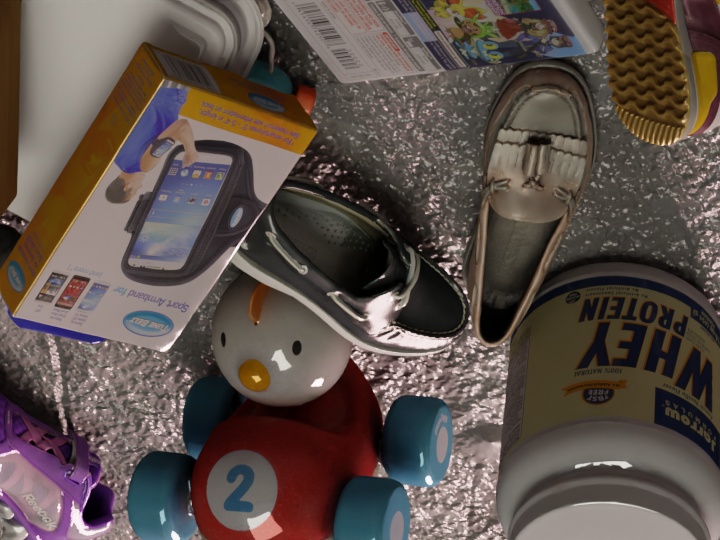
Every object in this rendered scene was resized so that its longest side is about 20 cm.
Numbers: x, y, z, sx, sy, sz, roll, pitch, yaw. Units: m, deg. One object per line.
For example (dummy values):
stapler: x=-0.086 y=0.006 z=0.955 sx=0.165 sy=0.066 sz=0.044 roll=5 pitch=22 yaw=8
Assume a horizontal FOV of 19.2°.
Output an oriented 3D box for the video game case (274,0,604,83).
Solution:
video game case: x=0.014 y=-0.180 z=1.171 sx=0.181 sy=0.023 sz=0.200 roll=-3 pitch=143 yaw=36

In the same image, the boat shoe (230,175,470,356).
boat shoe: x=0.000 y=0.000 z=1.338 sx=0.199 sy=0.076 sz=0.060 roll=22 pitch=158 yaw=-33

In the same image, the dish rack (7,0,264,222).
dish rack: x=-0.167 y=-0.107 z=1.259 sx=0.171 sy=0.044 sz=0.201 roll=28 pitch=117 yaw=-4

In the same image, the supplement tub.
supplement tub: x=0.161 y=0.110 z=1.351 sx=0.143 sy=0.201 sz=0.146 roll=5 pitch=134 yaw=5

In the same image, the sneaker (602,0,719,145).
sneaker: x=0.182 y=-0.175 z=1.174 sx=0.075 sy=0.090 sz=0.202 roll=20 pitch=121 yaw=40

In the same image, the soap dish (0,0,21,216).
soap dish: x=-0.282 y=-0.112 z=1.230 sx=0.198 sy=0.081 sz=0.159 roll=12 pitch=106 yaw=31

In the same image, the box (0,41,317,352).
box: x=-0.126 y=-0.029 z=1.249 sx=0.118 sy=0.042 sz=0.201 roll=15 pitch=117 yaw=-41

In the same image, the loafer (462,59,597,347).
loafer: x=0.103 y=-0.036 z=1.317 sx=0.071 sy=0.063 sz=0.201 roll=10 pitch=134 yaw=-1

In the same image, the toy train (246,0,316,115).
toy train: x=-0.129 y=-0.094 z=1.307 sx=0.198 sy=0.056 sz=0.151 roll=-17 pitch=129 yaw=24

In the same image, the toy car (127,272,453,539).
toy car: x=-0.055 y=0.073 z=1.389 sx=0.183 sy=0.177 sz=0.202 roll=4 pitch=123 yaw=22

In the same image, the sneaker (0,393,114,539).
sneaker: x=-0.236 y=0.136 z=1.537 sx=0.088 sy=0.081 sz=0.201 roll=-13 pitch=135 yaw=12

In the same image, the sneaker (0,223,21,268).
sneaker: x=-0.327 y=-0.019 z=1.400 sx=0.198 sy=0.076 sz=0.116 roll=-14 pitch=127 yaw=22
